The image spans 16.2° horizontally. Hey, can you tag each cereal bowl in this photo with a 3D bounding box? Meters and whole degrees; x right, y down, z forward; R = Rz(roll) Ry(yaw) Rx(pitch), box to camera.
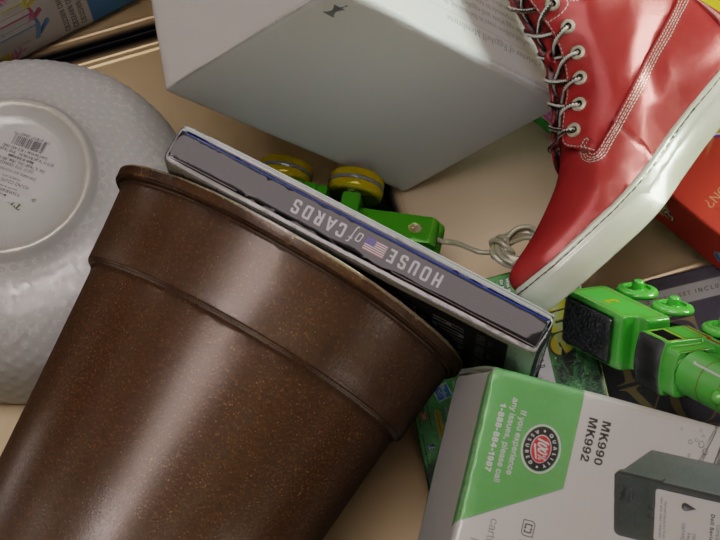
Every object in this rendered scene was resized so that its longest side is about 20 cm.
[{"bbox_3d":[-0.186,-0.033,1.379,0.200,0.083,0.200,-2,65,5],"label":"cereal bowl"}]

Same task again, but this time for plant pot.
[{"bbox_3d":[-0.084,0.082,1.261,0.200,0.200,0.198,28,80,17],"label":"plant pot"}]

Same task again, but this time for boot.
[{"bbox_3d":[0.103,-0.086,1.298,0.144,0.072,0.200,41,64,-6],"label":"boot"}]

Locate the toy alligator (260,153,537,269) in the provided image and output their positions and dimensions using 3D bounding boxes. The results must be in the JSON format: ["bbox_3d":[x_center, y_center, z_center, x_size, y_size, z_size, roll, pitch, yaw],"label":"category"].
[{"bbox_3d":[0.001,-0.018,1.371,0.200,0.054,0.059,10,68,4],"label":"toy alligator"}]

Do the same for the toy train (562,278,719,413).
[{"bbox_3d":[0.170,0.047,1.245,0.056,0.042,0.200,-5,18,-31],"label":"toy train"}]

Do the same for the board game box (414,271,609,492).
[{"bbox_3d":[0.084,0.096,1.318,0.105,0.023,0.200,-15,65,9],"label":"board game box"}]

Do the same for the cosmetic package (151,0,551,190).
[{"bbox_3d":[-0.012,-0.175,1.351,0.123,0.199,0.200,-30,58,30],"label":"cosmetic package"}]

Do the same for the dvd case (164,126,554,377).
[{"bbox_3d":[0.000,0.000,1.259,0.200,0.150,0.025,28,80,7],"label":"dvd case"}]

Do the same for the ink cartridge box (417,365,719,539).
[{"bbox_3d":[0.132,0.140,1.217,0.200,0.084,0.146,14,83,-9],"label":"ink cartridge box"}]

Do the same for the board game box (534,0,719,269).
[{"bbox_3d":[0.195,-0.100,1.389,0.153,0.040,0.200,-43,63,-14],"label":"board game box"}]

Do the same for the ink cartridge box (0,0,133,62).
[{"bbox_3d":[-0.241,-0.188,1.433,0.200,0.129,0.125,-29,66,-8],"label":"ink cartridge box"}]

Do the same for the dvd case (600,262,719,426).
[{"bbox_3d":[0.209,0.086,1.322,0.149,0.016,0.200,-14,64,-1],"label":"dvd case"}]
